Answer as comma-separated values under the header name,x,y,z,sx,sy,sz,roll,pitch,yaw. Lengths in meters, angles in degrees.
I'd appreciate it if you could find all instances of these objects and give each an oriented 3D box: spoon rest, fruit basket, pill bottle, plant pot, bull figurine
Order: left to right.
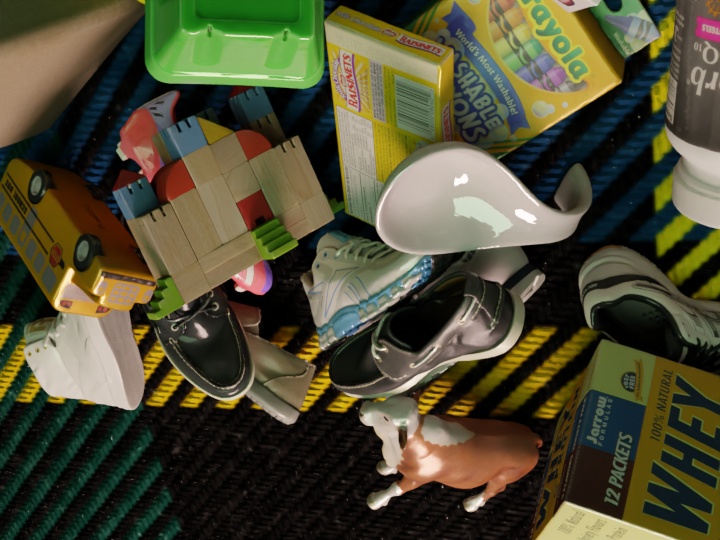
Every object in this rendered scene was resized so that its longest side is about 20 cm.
name,x,y,z,sx,sy,sz,roll,pitch,yaw
plant pot,-0.320,-0.206,0.832,0.200,0.178,0.199,45,123,-11
fruit basket,-0.103,-0.238,0.770,0.153,0.217,0.219,0,123,-12
bull figurine,0.072,0.166,0.945,0.197,0.066,0.122,14,137,-30
spoon rest,0.099,-0.052,0.785,0.197,0.061,0.100,-3,134,-32
pill bottle,0.270,-0.137,0.716,0.114,0.117,0.203,5,120,15

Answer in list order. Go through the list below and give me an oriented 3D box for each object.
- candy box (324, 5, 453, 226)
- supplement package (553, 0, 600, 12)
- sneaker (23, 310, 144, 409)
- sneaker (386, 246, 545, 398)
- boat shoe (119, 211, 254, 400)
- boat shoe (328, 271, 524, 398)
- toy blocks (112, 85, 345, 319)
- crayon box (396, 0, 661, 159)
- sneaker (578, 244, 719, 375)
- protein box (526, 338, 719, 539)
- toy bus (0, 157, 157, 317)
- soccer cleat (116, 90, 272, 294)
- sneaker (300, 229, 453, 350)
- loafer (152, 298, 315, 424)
name,x,y,z,sx,sy,sz,roll,pitch,yaw
candy box,0.026,-0.101,0.811,0.101,0.026,0.202,29,147,26
supplement package,0.109,-0.287,0.656,0.199,0.111,0.157,36,100,-4
sneaker,-0.288,0.051,1.033,0.113,0.074,0.203,3,121,12
sneaker,0.074,0.038,0.918,0.081,0.076,0.200,48,123,8
boat shoe,-0.158,0.022,0.929,0.074,0.066,0.202,-25,75,-7
boat shoe,0.038,0.051,0.854,0.067,0.073,0.199,23,145,-37
toy blocks,-0.118,-0.069,0.852,0.100,0.198,0.138,-1,117,63
crayon box,0.109,-0.165,0.792,0.199,0.052,0.126,-32,106,30
sneaker,0.263,0.061,0.851,0.198,0.088,0.076,27,122,0
protein box,0.256,0.181,0.847,0.197,0.137,0.199,17,154,7
toy bus,-0.252,-0.027,0.912,0.200,0.065,0.079,45,110,39
soccer cleat,-0.131,-0.064,0.925,0.076,0.067,0.201,-38,111,3
sneaker,0.000,0.000,0.885,0.199,0.074,0.088,-35,82,53
loafer,-0.124,0.060,0.996,0.199,0.075,0.070,40,80,1
